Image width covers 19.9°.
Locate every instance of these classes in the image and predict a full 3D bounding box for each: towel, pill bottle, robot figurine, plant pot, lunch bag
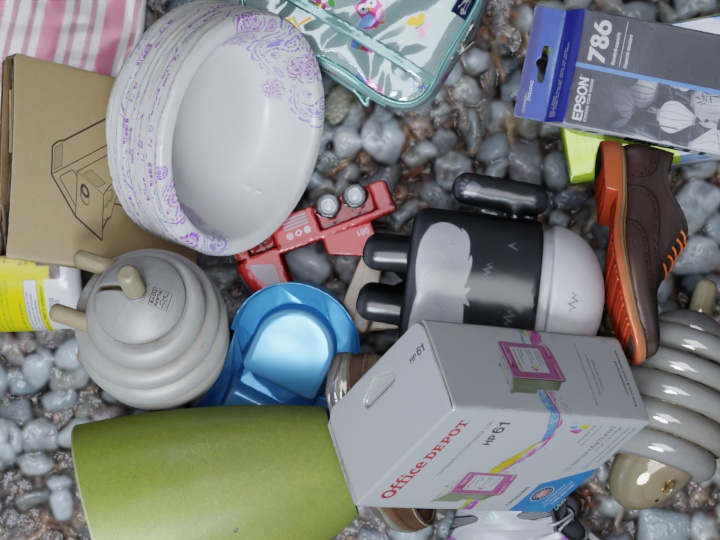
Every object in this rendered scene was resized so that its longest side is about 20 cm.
[{"bbox_3d":[-0.292,-0.191,1.772,0.198,0.030,0.148,11,90,2],"label":"towel"},{"bbox_3d":[-0.327,-0.002,1.728,0.198,0.109,0.110,-2,88,2],"label":"pill bottle"},{"bbox_3d":[0.098,0.016,1.657,0.198,0.151,0.125,7,46,1],"label":"robot figurine"},{"bbox_3d":[-0.108,0.183,1.643,0.198,0.187,0.189,-18,88,0],"label":"plant pot"},{"bbox_3d":[0.006,-0.231,1.736,0.199,0.077,0.161,30,89,4],"label":"lunch bag"}]

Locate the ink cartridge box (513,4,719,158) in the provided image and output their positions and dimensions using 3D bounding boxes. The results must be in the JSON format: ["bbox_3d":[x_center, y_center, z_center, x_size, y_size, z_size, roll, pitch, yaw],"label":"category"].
[{"bbox_3d":[0.232,-0.157,1.699,0.198,0.039,0.100,10,90,4],"label":"ink cartridge box"}]

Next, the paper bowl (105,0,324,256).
[{"bbox_3d":[-0.129,-0.120,1.672,0.104,0.200,0.202,16,89,35],"label":"paper bowl"}]

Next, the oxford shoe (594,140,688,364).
[{"bbox_3d":[0.233,-0.018,1.652,0.072,0.071,0.202,0,63,-3],"label":"oxford shoe"}]

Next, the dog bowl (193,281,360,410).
[{"bbox_3d":[-0.070,0.097,1.721,0.111,0.050,0.201,25,107,0],"label":"dog bowl"}]

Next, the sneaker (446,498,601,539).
[{"bbox_3d":[0.170,0.215,1.701,0.198,0.078,0.141,9,107,2],"label":"sneaker"}]

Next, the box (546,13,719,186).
[{"bbox_3d":[0.265,-0.149,1.739,0.198,0.048,0.123,-9,89,2],"label":"box"}]

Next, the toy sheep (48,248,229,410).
[{"bbox_3d":[-0.171,0.044,1.640,0.136,0.200,0.139,-3,70,8],"label":"toy sheep"}]

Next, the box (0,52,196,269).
[{"bbox_3d":[-0.213,-0.080,1.691,0.021,0.199,0.165,-8,78,42],"label":"box"}]

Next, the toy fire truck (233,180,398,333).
[{"bbox_3d":[0.000,0.000,1.745,0.198,0.049,0.142,-20,89,3],"label":"toy fire truck"}]

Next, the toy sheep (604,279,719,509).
[{"bbox_3d":[0.253,0.100,1.687,0.137,0.138,0.202,19,83,3],"label":"toy sheep"}]

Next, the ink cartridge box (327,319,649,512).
[{"bbox_3d":[0.097,0.116,1.576,0.199,0.145,0.085,7,50,-34],"label":"ink cartridge box"}]

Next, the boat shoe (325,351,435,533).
[{"bbox_3d":[0.033,0.144,1.680,0.071,0.201,0.076,-9,45,16],"label":"boat shoe"}]
